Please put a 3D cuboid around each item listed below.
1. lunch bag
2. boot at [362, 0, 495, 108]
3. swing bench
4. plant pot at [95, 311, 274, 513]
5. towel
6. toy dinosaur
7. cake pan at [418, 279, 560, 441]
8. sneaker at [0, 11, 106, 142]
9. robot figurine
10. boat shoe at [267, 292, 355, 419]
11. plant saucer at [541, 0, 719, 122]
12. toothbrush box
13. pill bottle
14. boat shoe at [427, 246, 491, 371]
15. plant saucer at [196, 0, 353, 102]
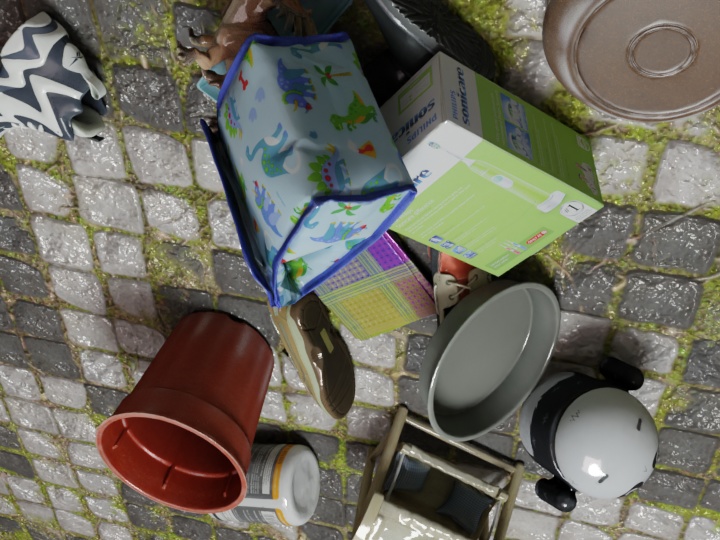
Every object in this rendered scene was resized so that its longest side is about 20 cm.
[{"bbox_3d":[-0.064,-0.083,0.824,0.126,0.172,0.200,-9,158,-30],"label":"lunch bag"},{"bbox_3d":[0.002,-0.185,0.880,0.164,0.066,0.199,39,136,-22],"label":"boot"},{"bbox_3d":[0.095,0.328,1.241,0.197,0.201,0.130,25,136,-5],"label":"swing bench"},{"bbox_3d":[-0.210,0.173,1.206,0.198,0.197,0.202,10,135,10],"label":"plant pot"},{"bbox_3d":[0.000,0.000,1.087,0.142,0.023,0.200,-21,122,34],"label":"towel"},{"bbox_3d":[-0.089,-0.196,0.868,0.134,0.087,0.201,-10,142,2],"label":"toy dinosaur"},{"bbox_3d":[0.140,0.095,1.028,0.037,0.199,0.202,37,150,40],"label":"cake pan"},{"bbox_3d":[-0.343,-0.168,1.008,0.129,0.080,0.199,43,122,-11],"label":"sneaker"},{"bbox_3d":[0.257,0.185,1.063,0.123,0.200,0.153,-9,95,-10],"label":"robot figurine"},{"bbox_3d":[-0.065,0.105,1.190,0.075,0.072,0.202,7,129,34],"label":"boat shoe"},{"bbox_3d":[0.252,-0.192,0.778,0.197,0.032,0.201,7,145,5],"label":"plant saucer"},{"bbox_3d":[0.104,-0.091,0.874,0.198,0.087,0.145,20,141,-31],"label":"toothbrush box"},{"bbox_3d":[-0.169,0.316,1.388,0.197,0.117,0.117,-2,132,23],"label":"pill bottle"},{"bbox_3d":[0.111,0.023,1.026,0.070,0.063,0.202,-3,129,1],"label":"boat shoe"},{"bbox_3d":[-0.086,-0.223,0.907,0.070,0.019,0.200,36,133,-15],"label":"plant saucer"}]
